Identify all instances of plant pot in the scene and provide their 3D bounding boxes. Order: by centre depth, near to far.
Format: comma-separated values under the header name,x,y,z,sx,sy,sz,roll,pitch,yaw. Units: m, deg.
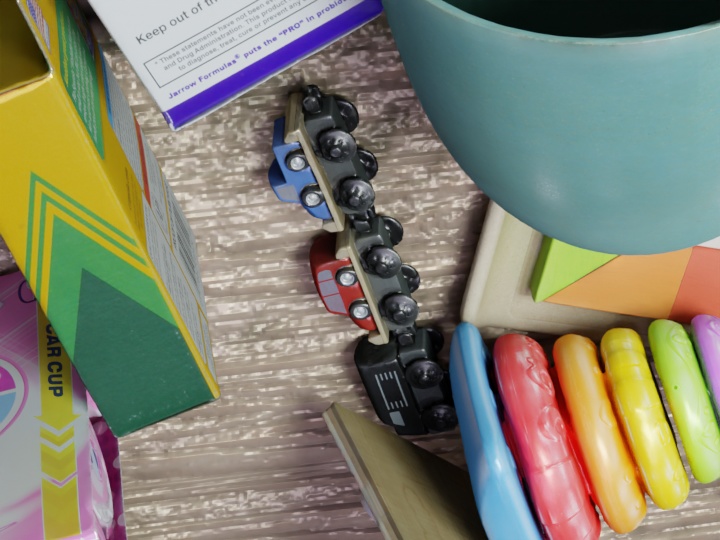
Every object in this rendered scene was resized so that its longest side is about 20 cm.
name,x,y,z,sx,sy,sz,roll,pitch,yaw
plant pot,0.103,-0.103,0.890,0.199,0.202,0.162,-13,140,-2

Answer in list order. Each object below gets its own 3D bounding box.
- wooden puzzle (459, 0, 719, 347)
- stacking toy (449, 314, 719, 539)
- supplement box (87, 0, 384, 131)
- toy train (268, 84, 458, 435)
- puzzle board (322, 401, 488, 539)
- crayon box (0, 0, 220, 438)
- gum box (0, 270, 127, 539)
name,x,y,z,sx,sy,sz,roll,pitch,yaw
wooden puzzle,0.158,-0.038,1.061,0.198,0.037,0.186,5,122,-14
stacking toy,0.146,0.061,1.059,0.199,0.110,0.117,-19,128,8
supplement box,-0.084,-0.173,0.884,0.103,0.101,0.200,-28,124,9
toy train,0.000,0.000,1.060,0.045,0.034,0.201,-12,127,13
puzzle board,0.065,0.152,1.058,0.150,0.200,0.017,31,110,-37
crayon box,-0.121,-0.048,0.945,0.051,0.126,0.201,-20,125,4
gum box,-0.162,0.088,0.982,0.113,0.201,0.067,-14,125,1
